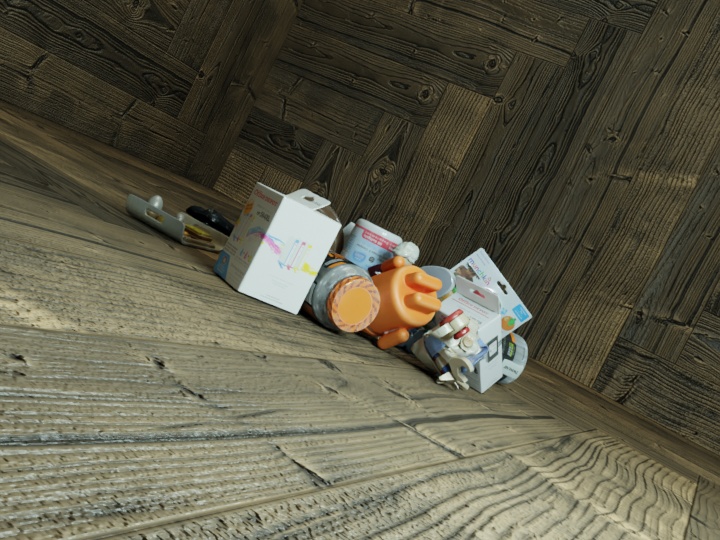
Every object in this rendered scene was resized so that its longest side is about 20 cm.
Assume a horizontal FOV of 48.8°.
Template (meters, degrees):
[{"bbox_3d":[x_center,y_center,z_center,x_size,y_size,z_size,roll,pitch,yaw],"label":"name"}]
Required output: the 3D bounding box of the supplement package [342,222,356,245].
[{"bbox_3d":[0.013,0.009,1.805,0.200,0.110,0.114,57,16,27],"label":"supplement package"}]

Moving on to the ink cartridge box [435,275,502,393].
[{"bbox_3d":[0.207,0.122,1.521,0.116,0.067,0.200,29,-41,42],"label":"ink cartridge box"}]

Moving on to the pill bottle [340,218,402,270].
[{"bbox_3d":[0.000,0.000,1.672,0.109,0.200,0.109,26,3,-1],"label":"pill bottle"}]

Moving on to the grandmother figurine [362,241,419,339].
[{"bbox_3d":[0.055,0.033,1.568,0.121,0.200,0.061,27,2,-3],"label":"grandmother figurine"}]

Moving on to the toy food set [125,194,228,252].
[{"bbox_3d":[-0.366,-0.101,1.614,0.143,0.060,0.200,27,3,18],"label":"toy food set"}]

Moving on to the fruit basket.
[{"bbox_3d":[0.226,0.084,1.653,0.185,0.200,0.094,54,12,-5],"label":"fruit basket"}]

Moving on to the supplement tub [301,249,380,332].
[{"bbox_3d":[-0.055,0.031,1.421,0.122,0.123,0.200,24,4,-35],"label":"supplement tub"}]

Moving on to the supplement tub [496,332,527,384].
[{"bbox_3d":[0.268,0.171,1.793,0.200,0.123,0.123,25,3,-23],"label":"supplement tub"}]

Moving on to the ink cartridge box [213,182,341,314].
[{"bbox_3d":[-0.139,-0.051,1.365,0.125,0.200,0.129,24,3,-34],"label":"ink cartridge box"}]

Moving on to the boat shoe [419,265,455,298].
[{"bbox_3d":[0.119,0.040,1.605,0.200,0.070,0.066,-24,-16,38],"label":"boat shoe"}]

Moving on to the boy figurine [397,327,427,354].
[{"bbox_3d":[0.076,0.114,1.678,0.124,0.064,0.200,29,1,-17],"label":"boy figurine"}]

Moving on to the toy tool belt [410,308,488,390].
[{"bbox_3d":[0.173,0.144,1.384,0.123,0.125,0.200,54,-16,9],"label":"toy tool belt"}]

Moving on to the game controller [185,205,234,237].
[{"bbox_3d":[-0.309,-0.085,1.796,0.104,0.042,0.200,11,-20,35],"label":"game controller"}]

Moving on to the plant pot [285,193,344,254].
[{"bbox_3d":[-0.147,-0.057,1.642,0.200,0.200,0.198,27,10,3],"label":"plant pot"}]

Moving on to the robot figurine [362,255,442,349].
[{"bbox_3d":[0.060,0.056,1.461,0.200,0.144,0.117,-21,7,46],"label":"robot figurine"}]
